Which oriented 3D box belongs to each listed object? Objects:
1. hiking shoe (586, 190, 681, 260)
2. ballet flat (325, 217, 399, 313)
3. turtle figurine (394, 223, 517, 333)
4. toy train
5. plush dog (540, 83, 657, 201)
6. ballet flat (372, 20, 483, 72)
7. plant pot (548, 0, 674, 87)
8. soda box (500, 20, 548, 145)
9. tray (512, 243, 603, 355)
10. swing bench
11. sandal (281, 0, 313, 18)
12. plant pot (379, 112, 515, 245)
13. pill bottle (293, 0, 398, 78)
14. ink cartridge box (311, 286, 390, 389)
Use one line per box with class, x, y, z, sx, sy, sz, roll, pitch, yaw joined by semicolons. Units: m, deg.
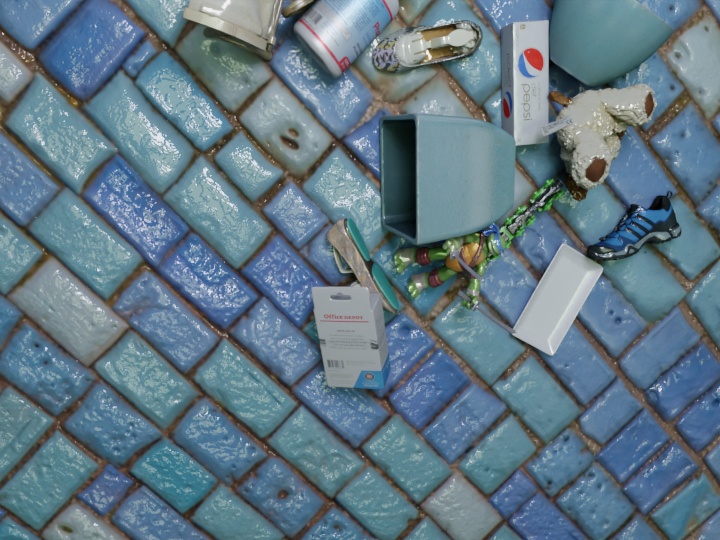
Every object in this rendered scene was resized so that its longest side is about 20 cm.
hiking shoe;0.512;-0.080;1.148;0.195;0.074;0.089;-20;98;-12
ballet flat;0.000;0.000;1.109;0.066;0.068;0.203;-26;100;20
turtle figurine;0.157;0.008;1.048;0.190;0.143;0.206;-12;69;32
toy train;0.296;-0.094;1.119;0.200;0.056;0.042;-44;90;5
plush dog;0.400;-0.227;1.056;0.201;0.159;0.172;-50;148;-6
ballet flat;0.117;-0.386;1.025;0.195;0.072;0.074;-13;104;-3
plant pot;0.394;-0.392;1.006;0.196;0.202;0.136;27;119;-12
soda box;0.290;-0.327;1.061;0.066;0.064;0.206;-6;104;-6
tray;0.383;0.057;1.182;0.105;0.022;0.203;26;99;-11
swing bench;-0.170;-0.447;0.907;0.126;0.200;0.204;16;101;-10
sandal;-0.069;-0.474;0.955;0.054;0.080;0.202;43;70;-24
plant pot;0.153;-0.163;1.023;0.194;0.196;0.202;-5;104;-14
pill bottle;-0.008;-0.425;0.980;0.200;0.109;0.109;-44;104;5
ink cartridge box;-0.015;0.108;1.089;0.113;0.067;0.205;0;114;19
